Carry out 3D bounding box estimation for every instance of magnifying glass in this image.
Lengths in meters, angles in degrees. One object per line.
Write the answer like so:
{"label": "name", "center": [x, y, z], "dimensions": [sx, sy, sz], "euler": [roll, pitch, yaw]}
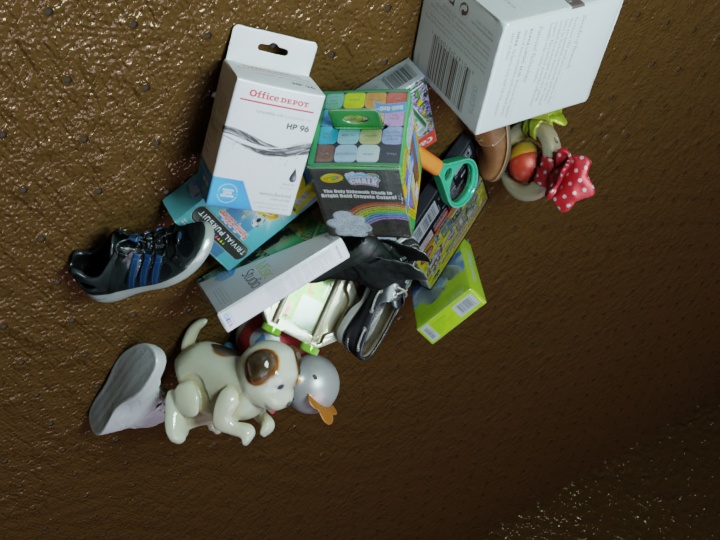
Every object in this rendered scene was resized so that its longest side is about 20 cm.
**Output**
{"label": "magnifying glass", "center": [0.127, -0.149, 1.301], "dimensions": [0.199, 0.022, 0.081], "euler": [21, 94, -55]}

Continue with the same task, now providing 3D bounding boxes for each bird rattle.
{"label": "bird rattle", "center": [0.285, -0.179, 1.367], "dimensions": [0.111, 0.204, 0.163], "euler": [-11, 164, -33]}

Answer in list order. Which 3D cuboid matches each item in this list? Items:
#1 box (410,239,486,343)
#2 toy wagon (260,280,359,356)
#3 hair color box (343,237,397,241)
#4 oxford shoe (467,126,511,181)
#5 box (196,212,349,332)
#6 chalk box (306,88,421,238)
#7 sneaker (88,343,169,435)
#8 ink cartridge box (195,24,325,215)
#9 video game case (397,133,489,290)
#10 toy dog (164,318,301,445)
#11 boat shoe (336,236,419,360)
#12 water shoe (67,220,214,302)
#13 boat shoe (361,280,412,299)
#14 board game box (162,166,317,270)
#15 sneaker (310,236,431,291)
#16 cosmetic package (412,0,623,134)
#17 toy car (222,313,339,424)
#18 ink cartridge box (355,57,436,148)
{"label": "box", "center": [0.146, 0.021, 1.489], "dimensions": [0.121, 0.202, 0.048], "euler": [-40, 117, 21]}
{"label": "toy wagon", "center": [-0.099, 0.029, 1.320], "dimensions": [0.197, 0.039, 0.158], "euler": [28, 81, -17]}
{"label": "hair color box", "center": [0.013, -0.050, 1.335], "dimensions": [0.060, 0.100, 0.201], "euler": [-32, 147, -7]}
{"label": "oxford shoe", "center": [0.192, -0.222, 1.329], "dimensions": [0.070, 0.072, 0.203], "euler": [-19, 133, -19]}
{"label": "box", "center": [-0.126, -0.003, 1.209], "dimensions": [0.198, 0.144, 0.037], "euler": [-31, 117, -12]}
{"label": "chalk box", "center": [0.006, -0.149, 1.103], "dimensions": [0.122, 0.126, 0.201], "euler": [2, 149, 11]}
{"label": "sneaker", "center": [-0.327, 0.179, 1.329], "dimensions": [0.114, 0.075, 0.200], "euler": [3, 140, -47]}
{"label": "ink cartridge box", "center": [-0.117, -0.176, 1.030], "dimensions": [0.114, 0.068, 0.203], "euler": [5, 119, -27]}
{"label": "video game case", "center": [0.138, -0.092, 1.409], "dimensions": [0.202, 0.025, 0.181], "euler": [-56, 150, -13]}
{"label": "toy dog", "center": [-0.179, 0.165, 1.301], "dimensions": [0.196, 0.199, 0.139], "euler": [-12, 165, 28]}
{"label": "boat shoe", "center": [0.038, 0.043, 1.304], "dimensions": [0.202, 0.060, 0.073], "euler": [-56, 142, 6]}
{"label": "water shoe", "center": [-0.278, -0.017, 1.082], "dimensions": [0.197, 0.073, 0.079], "euler": [-24, 141, 15]}
{"label": "boat shoe", "center": [0.060, -0.002, 1.484], "dimensions": [0.071, 0.069, 0.203], "euler": [-32, 151, -55]}
{"label": "board game box", "center": [-0.145, -0.106, 1.164], "dimensions": [0.199, 0.047, 0.151], "euler": [-39, 147, 2]}
{"label": "sneaker", "center": [0.001, -0.003, 1.244], "dimensions": [0.104, 0.061, 0.198], "euler": [36, 143, -27]}
{"label": "cosmetic package", "center": [0.200, -0.312, 1.128], "dimensions": [0.197, 0.166, 0.167], "euler": [-20, 144, -25]}
{"label": "toy car", "center": [-0.101, 0.160, 1.394], "dimensions": [0.184, 0.201, 0.176], "euler": [-42, 147, 9]}
{"label": "ink cartridge box", "center": [0.052, -0.195, 1.236], "dimensions": [0.108, 0.051, 0.201], "euler": [-32, 146, -8]}
